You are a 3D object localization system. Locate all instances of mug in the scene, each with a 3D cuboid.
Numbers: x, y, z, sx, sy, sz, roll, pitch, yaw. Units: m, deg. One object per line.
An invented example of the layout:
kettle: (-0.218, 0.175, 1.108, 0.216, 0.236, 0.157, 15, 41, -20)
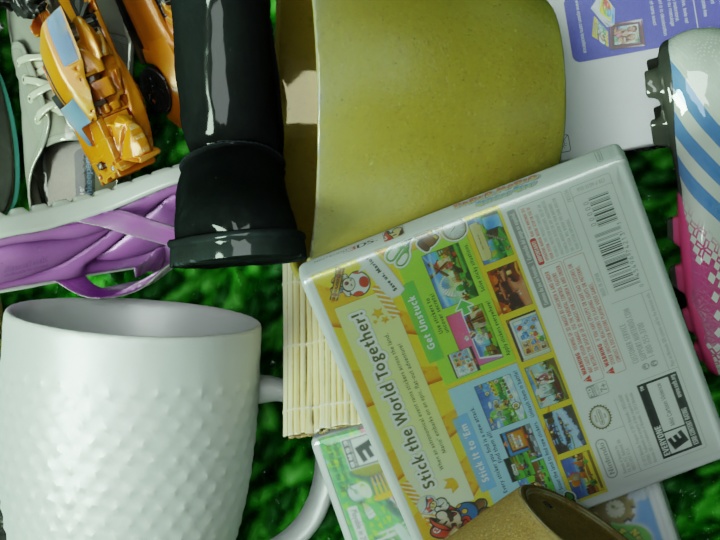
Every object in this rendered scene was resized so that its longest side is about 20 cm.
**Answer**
mug: (-0.110, 0.113, 1.693, 0.200, 0.148, 0.176, 1, 98, -18)

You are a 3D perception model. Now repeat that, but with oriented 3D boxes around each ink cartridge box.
ink cartridge box: (0.180, -0.121, 1.678, 0.200, 0.039, 0.100, -9, 87, 13)

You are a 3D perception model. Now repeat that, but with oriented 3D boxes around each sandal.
sandal: (-0.140, -0.010, 1.701, 0.202, 0.083, 0.050, -14, 59, -13)

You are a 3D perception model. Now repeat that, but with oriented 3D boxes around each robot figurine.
robot figurine: (-0.143, -0.160, 1.710, 0.145, 0.058, 0.200, -25, 92, -33)

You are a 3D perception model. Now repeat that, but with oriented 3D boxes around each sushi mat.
sushi mat: (0.000, 0.000, 1.678, 0.096, 0.012, 0.200, -12, 59, 18)

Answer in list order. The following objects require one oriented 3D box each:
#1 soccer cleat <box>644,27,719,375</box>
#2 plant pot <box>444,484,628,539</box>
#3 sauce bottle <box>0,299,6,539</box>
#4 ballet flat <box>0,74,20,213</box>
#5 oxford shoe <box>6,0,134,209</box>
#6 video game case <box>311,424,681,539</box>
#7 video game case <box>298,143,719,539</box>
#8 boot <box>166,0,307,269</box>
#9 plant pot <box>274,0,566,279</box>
soccer cleat: (0.210, -0.037, 1.631, 0.086, 0.070, 0.200, -7, 109, 12)
plant pot: (0.070, 0.223, 1.591, 0.186, 0.186, 0.200, 37, 103, 11)
sauce bottle: (-0.236, 0.067, 1.749, 0.065, 0.065, 0.200, -8, 96, 12)
ballet flat: (-0.248, -0.128, 1.753, 0.068, 0.068, 0.200, -15, 80, 51)
oxford shoe: (-0.172, -0.106, 1.745, 0.075, 0.058, 0.200, -7, 86, 14)
video game case: (0.089, 0.160, 1.675, 0.182, 0.022, 0.200, -17, 100, 11)
video game case: (0.085, 0.049, 1.591, 0.182, 0.023, 0.200, -21, 119, 3)
boot: (-0.070, -0.082, 1.595, 0.073, 0.198, 0.163, -2, 91, -4)
plant pot: (0.033, -0.097, 1.617, 0.142, 0.200, 0.200, -2, 88, -8)
